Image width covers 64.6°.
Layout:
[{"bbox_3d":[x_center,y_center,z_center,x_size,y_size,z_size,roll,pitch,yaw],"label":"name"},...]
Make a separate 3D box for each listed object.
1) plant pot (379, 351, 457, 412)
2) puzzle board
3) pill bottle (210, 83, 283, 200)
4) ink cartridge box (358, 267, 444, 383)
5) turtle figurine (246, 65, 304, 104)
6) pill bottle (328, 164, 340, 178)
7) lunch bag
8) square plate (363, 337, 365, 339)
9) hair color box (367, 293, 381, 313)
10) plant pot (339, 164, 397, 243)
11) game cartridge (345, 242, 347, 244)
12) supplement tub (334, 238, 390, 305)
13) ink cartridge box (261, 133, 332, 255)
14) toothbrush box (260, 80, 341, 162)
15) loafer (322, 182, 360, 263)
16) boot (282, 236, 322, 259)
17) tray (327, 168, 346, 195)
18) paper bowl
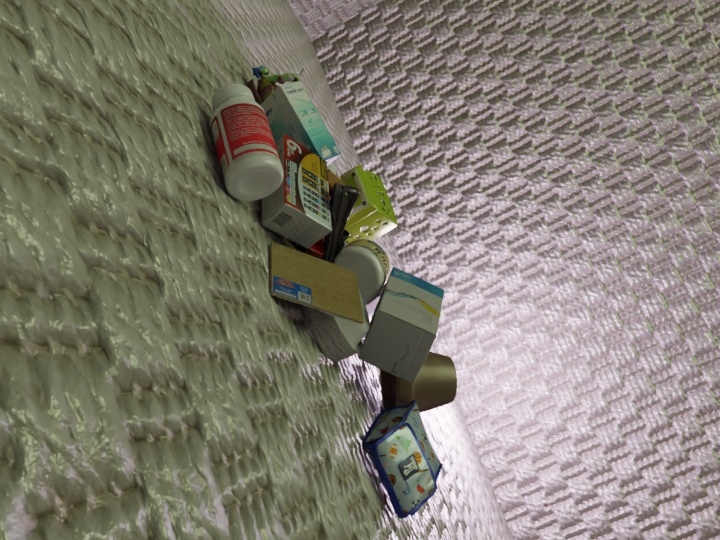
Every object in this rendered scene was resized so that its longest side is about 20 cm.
[{"bbox_3d":[0.150,0.279,1.442,0.200,0.169,0.207,180,-90,-81],"label":"plant pot"},{"bbox_3d":[-0.089,0.026,1.125,0.196,0.018,0.153,20,35,-23],"label":"puzzle board"},{"bbox_3d":[-0.220,-0.245,1.073,0.112,0.110,0.204,44,24,-64],"label":"pill bottle"},{"bbox_3d":[0.099,0.124,1.338,0.143,0.149,0.201,23,30,1],"label":"ink cartridge box"},{"bbox_3d":[-0.208,-0.466,1.572,0.199,0.141,0.199,18,52,-72],"label":"turtle figurine"},{"bbox_3d":[-0.106,-0.244,1.684,0.201,0.109,0.112,57,13,-41],"label":"pill bottle"},{"bbox_3d":[0.089,0.401,1.220,0.174,0.122,0.199,65,24,0],"label":"lunch bag"},{"bbox_3d":[-0.033,0.095,1.522,0.200,0.028,0.202,32,35,-73],"label":"square plate"},{"bbox_3d":[0.044,0.073,1.697,0.200,0.099,0.063,67,0,-77],"label":"hair color box"},{"bbox_3d":[-0.018,-0.212,1.862,0.181,0.197,0.203,27,38,-62],"label":"plant pot"},{"bbox_3d":[-0.075,-0.077,1.598,0.201,0.040,0.134,53,10,-16],"label":"game cartridge"},{"bbox_3d":[0.000,0.000,1.432,0.147,0.142,0.200,64,13,-6],"label":"supplement tub"},{"bbox_3d":[-0.123,-0.161,1.233,0.174,0.083,0.204,27,44,-39],"label":"ink cartridge box"},{"bbox_3d":[-0.161,-0.321,1.366,0.203,0.145,0.085,58,39,-3],"label":"toothbrush box"},{"bbox_3d":[-0.044,-0.092,1.257,0.072,0.061,0.205,-103,-159,-58],"label":"loafer"},{"bbox_3d":[-0.122,-0.062,1.315,0.200,0.074,0.109,45,25,-44],"label":"boot"},{"bbox_3d":[-0.071,-0.175,1.461,0.098,0.037,0.200,42,-20,1],"label":"tray"},{"bbox_3d":[-0.048,0.087,1.248,0.201,0.102,0.204,-90,154,-70],"label":"paper bowl"}]
